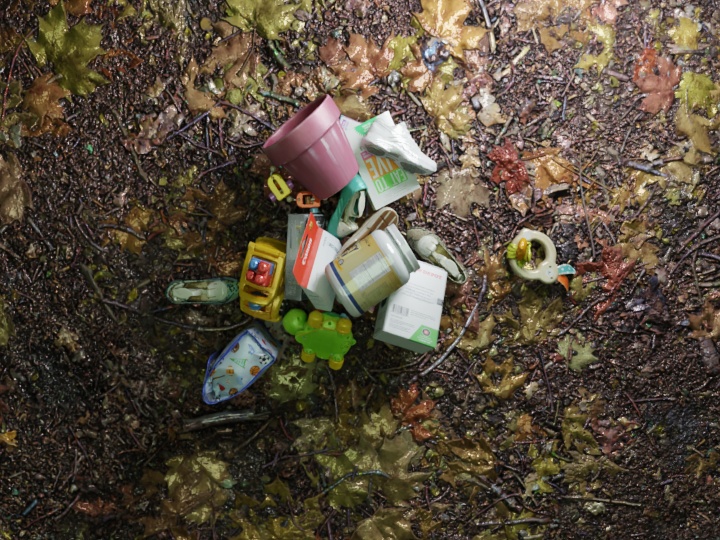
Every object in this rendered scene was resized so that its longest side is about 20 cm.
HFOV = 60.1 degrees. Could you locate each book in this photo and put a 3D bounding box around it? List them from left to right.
[{"bbox_3d":[0.051,-0.270,1.537,0.131,0.048,0.204,-26,95,-5],"label":"book"}]

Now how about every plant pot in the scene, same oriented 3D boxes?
[{"bbox_3d":[-0.102,-0.277,1.459,0.199,0.200,0.180,-38,112,2],"label":"plant pot"}]

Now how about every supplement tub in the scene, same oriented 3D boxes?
[{"bbox_3d":[0.029,-0.002,1.454,0.198,0.144,0.146,-34,96,2],"label":"supplement tub"}]

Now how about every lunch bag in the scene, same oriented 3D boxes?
[{"bbox_3d":[-0.306,0.235,1.549,0.124,0.170,0.200,44,93,-2],"label":"lunch bag"}]

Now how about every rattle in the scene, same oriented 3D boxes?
[{"bbox_3d":[0.474,-0.020,1.570,0.199,0.143,0.131,41,75,1],"label":"rattle"}]

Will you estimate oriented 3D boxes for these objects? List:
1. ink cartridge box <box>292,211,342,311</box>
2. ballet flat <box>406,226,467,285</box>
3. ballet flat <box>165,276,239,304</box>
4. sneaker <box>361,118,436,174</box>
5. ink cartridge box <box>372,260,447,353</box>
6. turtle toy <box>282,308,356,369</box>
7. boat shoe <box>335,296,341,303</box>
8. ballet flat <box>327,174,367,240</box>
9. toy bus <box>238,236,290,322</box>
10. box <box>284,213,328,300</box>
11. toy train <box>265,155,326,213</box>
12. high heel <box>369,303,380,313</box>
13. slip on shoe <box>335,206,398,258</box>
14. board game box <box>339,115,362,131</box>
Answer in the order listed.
[{"bbox_3d":[-0.095,-0.018,1.494,0.046,0.201,0.164,7,64,17],"label":"ink cartridge box"},{"bbox_3d":[0.201,-0.038,1.586,0.199,0.075,0.068,43,94,-5],"label":"ballet flat"},{"bbox_3d":[-0.400,0.056,1.581,0.194,0.074,0.076,-6,96,-1],"label":"ballet flat"},{"bbox_3d":[0.105,-0.302,1.490,0.196,0.078,0.102,25,78,-15],"label":"sneaker"},{"bbox_3d":[0.125,0.084,1.546,0.143,0.084,0.205,18,68,-12],"label":"ink cartridge box"},{"bbox_3d":[-0.105,0.154,1.581,0.195,0.102,0.149,14,119,-2],"label":"turtle toy"},{"bbox_3d":[0.004,0.002,1.578,0.074,0.086,0.203,40,93,-5],"label":"boat shoe"},{"bbox_3d":[-0.031,-0.137,1.534,0.070,0.066,0.203,43,128,33],"label":"ballet flat"},{"bbox_3d":[-0.237,0.029,1.515,0.132,0.192,0.205,17,97,4],"label":"toy bus"},{"bbox_3d":[-0.131,-0.037,1.533,0.047,0.158,0.206,5,95,17],"label":"box"},{"bbox_3d":[-0.165,-0.240,1.567,0.146,0.056,0.206,-9,94,-6],"label":"toy train"},{"bbox_3d":[0.102,0.093,1.605,0.197,0.067,0.098,29,96,5],"label":"high heel"},{"bbox_3d":[0.012,-0.077,1.539,0.076,0.061,0.201,39,93,-21],"label":"slip on shoe"},{"bbox_3d":[0.016,-0.282,1.575,0.196,0.040,0.157,21,95,-4],"label":"board game box"}]
